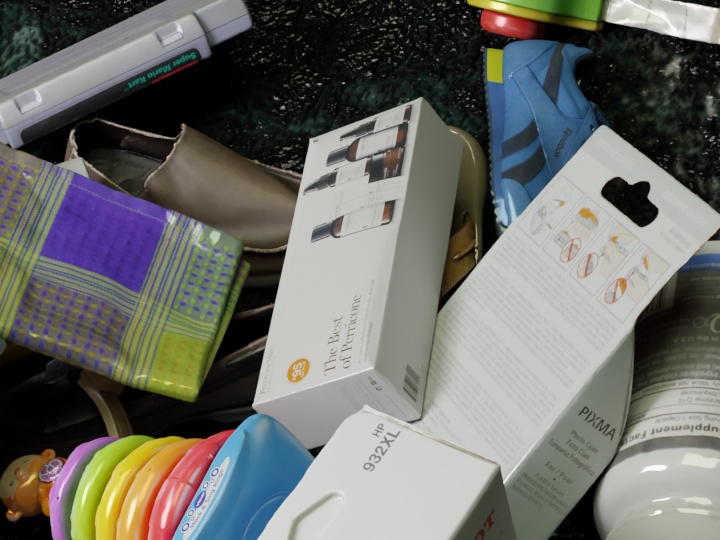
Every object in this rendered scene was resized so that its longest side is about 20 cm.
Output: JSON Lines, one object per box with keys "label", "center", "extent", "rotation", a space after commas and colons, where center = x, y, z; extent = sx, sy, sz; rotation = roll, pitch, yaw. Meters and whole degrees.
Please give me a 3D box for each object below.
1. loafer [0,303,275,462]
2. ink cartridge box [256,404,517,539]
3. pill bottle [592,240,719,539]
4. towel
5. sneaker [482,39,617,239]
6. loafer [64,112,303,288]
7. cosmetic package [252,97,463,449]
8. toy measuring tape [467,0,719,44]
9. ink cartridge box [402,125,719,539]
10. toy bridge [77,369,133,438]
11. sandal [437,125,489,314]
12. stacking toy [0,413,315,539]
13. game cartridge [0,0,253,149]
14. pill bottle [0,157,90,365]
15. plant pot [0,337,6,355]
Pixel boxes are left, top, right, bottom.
{"label": "loafer", "center": [-0.120, 0.057, 1.449], "extent": [0.198, 0.063, 0.072], "rotation": [-12, 48, 3]}
{"label": "ink cartridge box", "center": [0.013, 0.188, 1.208], "extent": [0.083, 0.201, 0.145], "rotation": [20, 56, 28]}
{"label": "pill bottle", "center": [0.180, 0.094, 1.309], "extent": [0.113, 0.114, 0.201], "rotation": [1, 50, 15]}
{"label": "towel", "center": [-0.164, -0.008, 1.398], "extent": [0.199, 0.023, 0.144], "rotation": [24, 39, -4]}
{"label": "sneaker", "center": [0.113, -0.061, 1.495], "extent": [0.078, 0.066, 0.201], "rotation": [-4, 48, 6]}
{"label": "loafer", "center": [-0.099, -0.045, 1.528], "extent": [0.199, 0.071, 0.073], "rotation": [11, 53, 22]}
{"label": "cosmetic package", "center": [0.000, 0.000, 1.410], "extent": [0.082, 0.051, 0.201], "rotation": [-20, 41, 31]}
{"label": "toy measuring tape", "center": [0.132, -0.169, 1.577], "extent": [0.199, 0.074, 0.074], "rotation": [17, 55, 29]}
{"label": "ink cartridge box", "center": [0.104, 0.035, 1.329], "extent": [0.200, 0.047, 0.160], "rotation": [-50, 28, 4]}
{"label": "toy bridge", "center": [-0.082, 0.122, 1.377], "extent": [0.200, 0.027, 0.067], "rotation": [42, 100, 20]}
{"label": "sandal", "center": [0.041, -0.010, 1.471], "extent": [0.080, 0.054, 0.201], "rotation": [-5, 55, 10]}
{"label": "stacking toy", "center": [-0.118, 0.125, 1.332], "extent": [0.199, 0.110, 0.117], "rotation": [11, 64, 39]}
{"label": "game cartridge", "center": [-0.169, -0.123, 1.598], "extent": [0.199, 0.039, 0.130], "rotation": [-26, 18, -9]}
{"label": "pill bottle", "center": [-0.241, 0.007, 1.490], "extent": [0.199, 0.113, 0.113], "rotation": [-20, 48, -4]}
{"label": "plant pot", "center": [-0.307, 0.068, 1.319], "extent": [0.199, 0.201, 0.162], "rotation": [20, 79, 28]}
